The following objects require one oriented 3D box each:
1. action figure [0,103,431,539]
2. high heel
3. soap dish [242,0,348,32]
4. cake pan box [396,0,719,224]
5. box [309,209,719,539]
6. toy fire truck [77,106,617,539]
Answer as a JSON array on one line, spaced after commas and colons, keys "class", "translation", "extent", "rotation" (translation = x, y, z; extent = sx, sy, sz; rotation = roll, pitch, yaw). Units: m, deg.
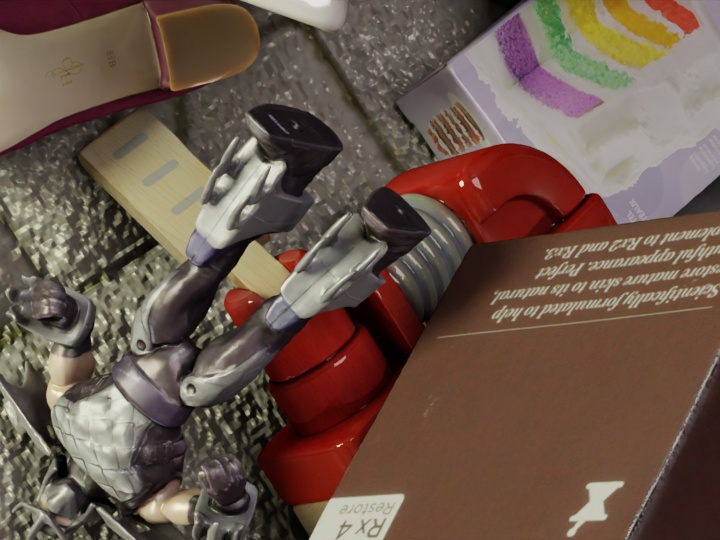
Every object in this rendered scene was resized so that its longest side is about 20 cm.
[{"class": "action figure", "translation": [-0.068, 0.032, 1.047], "extent": [0.130, 0.200, 0.069], "rotation": [43, 18, 6]}, {"class": "high heel", "translation": [-0.142, -0.081, 1.123], "extent": [0.199, 0.096, 0.068], "rotation": [-5, 100, -15]}, {"class": "soap dish", "translation": [-0.065, -0.156, 1.077], "extent": [0.157, 0.200, 0.081], "rotation": [19, 96, -9]}, {"class": "cake pan box", "translation": [0.138, -0.048, 1.270], "extent": [0.184, 0.052, 0.200], "rotation": [-37, 94, -33]}, {"class": "box", "translation": [0.119, 0.106, 1.024], "extent": [0.200, 0.166, 0.164], "rotation": [48, 57, -28]}, {"class": "toy fire truck", "translation": [0.000, 0.000, 1.139], "extent": [0.176, 0.129, 0.200], "rotation": [-43, 108, -35]}]
